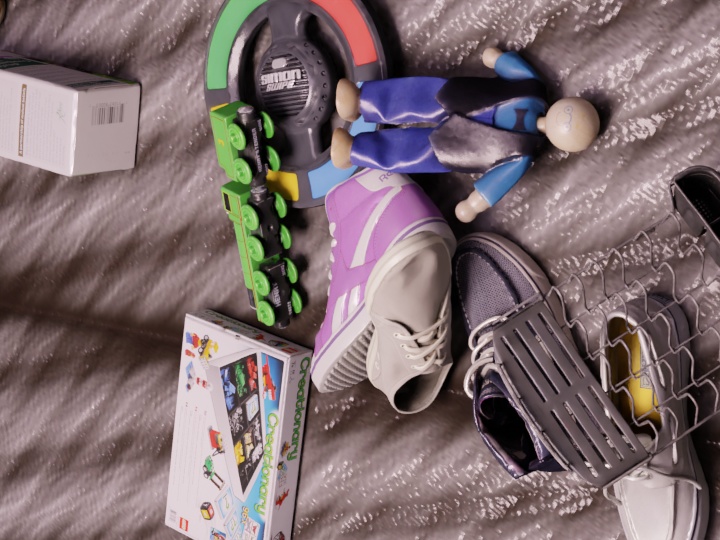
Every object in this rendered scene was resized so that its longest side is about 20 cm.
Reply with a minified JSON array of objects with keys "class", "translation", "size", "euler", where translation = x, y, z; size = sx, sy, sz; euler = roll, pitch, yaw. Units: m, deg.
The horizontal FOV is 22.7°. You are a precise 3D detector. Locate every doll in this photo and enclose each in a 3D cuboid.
[{"class":"doll","translation":[0.079,-0.103,1.324],"size":[0.199,0.048,0.137],"euler":[0,73,21]}]

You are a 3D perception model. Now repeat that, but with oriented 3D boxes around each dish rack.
[{"class":"dish rack","translation":[0.195,0.043,1.208],"size":[0.200,0.055,0.154],"euler":[-32,73,-6]}]

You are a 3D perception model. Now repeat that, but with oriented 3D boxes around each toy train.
[{"class":"toy train","translation":[-0.087,-0.045,1.470],"size":[0.056,0.042,0.201],"euler":[26,133,47]}]

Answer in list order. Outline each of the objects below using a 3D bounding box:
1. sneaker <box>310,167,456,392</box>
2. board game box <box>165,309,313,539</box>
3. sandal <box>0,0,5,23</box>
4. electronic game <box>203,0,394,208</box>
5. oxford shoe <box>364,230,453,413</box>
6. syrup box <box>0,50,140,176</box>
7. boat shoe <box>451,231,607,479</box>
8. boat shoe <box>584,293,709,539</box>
[{"class":"sneaker","translation":[0.001,0.000,1.420],"size":[0.114,0.072,0.201],"euler":[55,131,29]},{"class":"board game box","translation":[-0.108,0.147,1.555],"size":[0.126,0.035,0.201],"euler":[20,110,37]},{"class":"sandal","translation":[-0.407,-0.207,1.736],"size":[0.200,0.054,0.080],"euler":[-39,78,22]},{"class":"electronic game","translation":[-0.052,-0.151,1.453],"size":[0.199,0.042,0.201],"euler":[8,103,39]},{"class":"oxford shoe","translation":[0.042,0.042,1.350],"size":[0.058,0.075,0.200],"euler":[56,158,30]},{"class":"syrup box","translation":[-0.298,-0.146,1.633],"size":[0.199,0.079,0.082],"euler":[18,109,37]},{"class":"boat shoe","translation":[0.108,0.061,1.322],"size":[0.075,0.093,0.200],"euler":[-45,68,36]},{"class":"boat shoe","translation":[0.196,0.122,1.265],"size":[0.074,0.086,0.203],"euler":[4,99,39]}]
